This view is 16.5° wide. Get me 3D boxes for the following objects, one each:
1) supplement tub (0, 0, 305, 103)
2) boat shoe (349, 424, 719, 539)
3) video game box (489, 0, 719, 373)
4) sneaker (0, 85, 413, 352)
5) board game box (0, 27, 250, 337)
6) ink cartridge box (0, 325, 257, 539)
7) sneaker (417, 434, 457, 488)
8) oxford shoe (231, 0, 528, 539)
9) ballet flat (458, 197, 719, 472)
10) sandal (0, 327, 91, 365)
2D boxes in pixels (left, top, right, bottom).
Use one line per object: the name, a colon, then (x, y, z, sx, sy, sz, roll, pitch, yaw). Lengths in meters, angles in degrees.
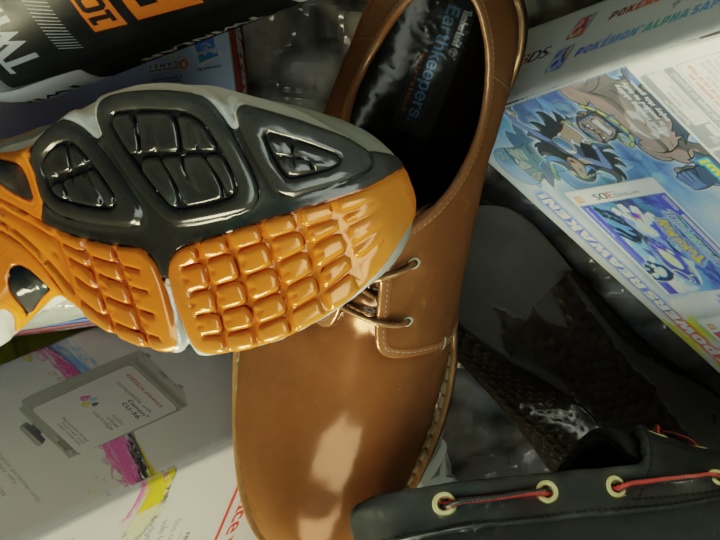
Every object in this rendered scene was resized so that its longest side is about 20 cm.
supplement tub: (-0.068, -0.125, 0.734, 0.200, 0.123, 0.123, -20, 116, 16)
boat shoe: (0.090, 0.076, 0.770, 0.201, 0.063, 0.074, -11, 166, -28)
video game box: (0.150, -0.012, 0.767, 0.200, 0.047, 0.182, 41, 154, -18)
sneaker: (-0.062, -0.021, 0.725, 0.200, 0.092, 0.076, -4, 104, 35)
board game box: (-0.132, -0.027, 0.826, 0.200, 0.019, 0.103, -8, 85, 9)
ink cartridge box: (-0.096, 0.082, 0.842, 0.067, 0.200, 0.117, 45, 133, 23)
sneaker: (0.020, 0.103, 0.834, 0.092, 0.076, 0.200, 20, 118, 21)
oxford shoe: (0.000, 0.000, 0.746, 0.071, 0.071, 0.200, 13, 100, 3)
ballet flat: (0.080, 0.048, 0.869, 0.200, 0.046, 0.067, 46, 74, -25)
sandal: (-0.187, 0.048, 0.881, 0.200, 0.080, 0.087, -17, 151, 7)
